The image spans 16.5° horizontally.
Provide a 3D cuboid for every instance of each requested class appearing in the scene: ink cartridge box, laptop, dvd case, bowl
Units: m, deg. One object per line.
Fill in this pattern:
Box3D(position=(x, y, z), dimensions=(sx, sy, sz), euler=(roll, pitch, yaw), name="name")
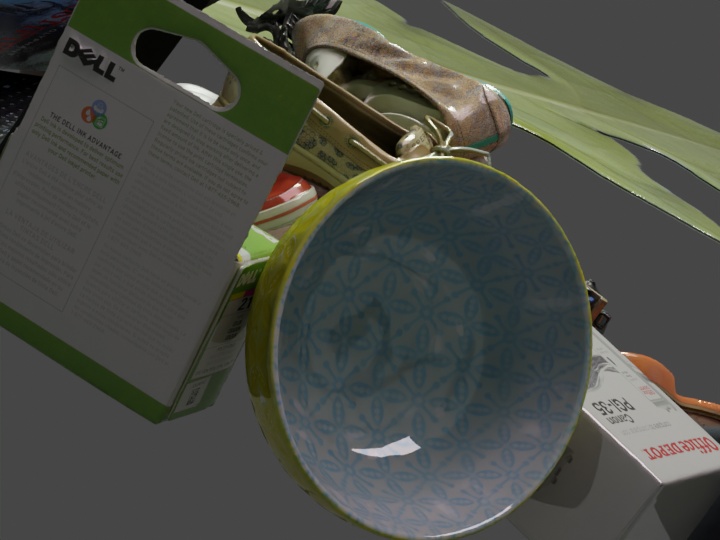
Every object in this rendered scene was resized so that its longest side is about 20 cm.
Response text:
Box3D(position=(0.106, 0.082, 1.434), dimensions=(0.200, 0.083, 0.146), euler=(43, 18, 20), name="ink cartridge box")
Box3D(position=(-0.107, -0.043, 1.305), dimensions=(0.148, 0.200, 0.076), euler=(31, 14, 15), name="ink cartridge box")
Box3D(position=(-0.195, -0.130, 1.429), dimensions=(0.199, 0.104, 0.177), euler=(10, 20, 22), name="laptop")
Box3D(position=(-0.204, -0.157, 1.520), dimensions=(0.200, 0.146, 0.022), euler=(-2, 76, -49), name="dvd case")
Box3D(position=(0.014, 0.040, 1.320), dimensions=(0.200, 0.201, 0.108), euler=(19, -9, -30), name="bowl")

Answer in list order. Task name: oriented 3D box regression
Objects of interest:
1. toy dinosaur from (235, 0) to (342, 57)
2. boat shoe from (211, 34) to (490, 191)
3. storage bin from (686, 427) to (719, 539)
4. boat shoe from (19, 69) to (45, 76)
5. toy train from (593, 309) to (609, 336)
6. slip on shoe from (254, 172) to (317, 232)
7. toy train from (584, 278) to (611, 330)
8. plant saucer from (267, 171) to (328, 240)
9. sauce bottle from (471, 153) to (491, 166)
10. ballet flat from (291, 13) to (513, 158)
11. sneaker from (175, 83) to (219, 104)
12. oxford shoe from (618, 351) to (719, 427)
Box3D(position=(-0.046, -0.116, 1.749), dimensions=(0.200, 0.102, 0.136), euler=(12, 61, -43), name="toy dinosaur")
Box3D(position=(0.007, -0.075, 1.510), dimensions=(0.199, 0.063, 0.073), euler=(24, 17, -1), name="boat shoe")
Box3D(position=(0.288, 0.158, 1.502), dimensions=(0.134, 0.146, 0.200), euler=(2, -8, 45), name="storage bin")
Box3D(position=(-0.185, -0.102, 1.666), dimensions=(0.070, 0.071, 0.200), euler=(13, 26, -23), name="boat shoe")
Box3D(position=(0.084, 0.007, 1.765), dimensions=(0.200, 0.085, 0.114), euler=(32, 2, 29), name="toy train")
Box3D(position=(-0.121, -0.061, 1.495), dimensions=(0.199, 0.061, 0.074), euler=(12, 24, 18), name="slip on shoe")
Box3D(position=(0.081, -0.023, 1.633), dimensions=(0.200, 0.034, 0.046), euler=(36, 11, 7), name="toy train")
Box3D(position=(-0.072, -0.023, 1.528), dimensions=(0.199, 0.035, 0.200), euler=(3, 23, -1), name="plant saucer")
Box3D(position=(-0.010, -0.058, 1.697), dimensions=(0.199, 0.065, 0.065), euler=(-4, 18, -4), name="sauce bottle")
Box3D(position=(0.009, -0.119, 1.642), dimensions=(0.200, 0.068, 0.067), euler=(22, 47, 40), name="ballet flat")
Box3D(position=(-0.061, -0.066, 1.800), dimensions=(0.199, 0.075, 0.089), euler=(17, 27, -13), name="sneaker")
Box3D(position=(0.197, 0.118, 1.618), dimensions=(0.071, 0.073, 0.200), euler=(-12, -27, 34), name="oxford shoe")
